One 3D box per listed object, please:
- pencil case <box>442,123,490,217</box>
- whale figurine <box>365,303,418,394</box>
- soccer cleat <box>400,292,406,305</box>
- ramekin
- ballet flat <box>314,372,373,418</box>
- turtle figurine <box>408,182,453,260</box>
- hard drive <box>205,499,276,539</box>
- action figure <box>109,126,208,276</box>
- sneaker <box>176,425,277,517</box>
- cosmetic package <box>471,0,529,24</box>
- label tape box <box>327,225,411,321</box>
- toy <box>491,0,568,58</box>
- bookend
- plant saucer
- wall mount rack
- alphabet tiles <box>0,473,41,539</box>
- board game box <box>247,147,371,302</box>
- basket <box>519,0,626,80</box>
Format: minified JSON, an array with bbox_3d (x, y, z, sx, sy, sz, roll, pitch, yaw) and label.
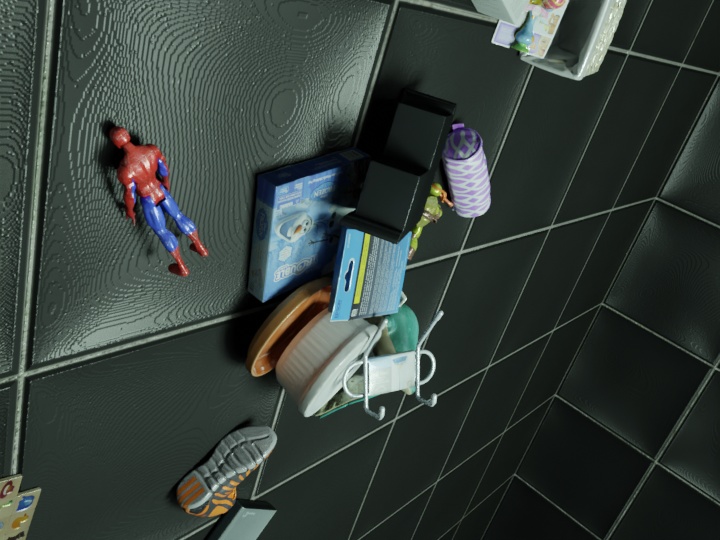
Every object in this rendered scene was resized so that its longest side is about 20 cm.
[{"bbox_3d":[0.207,-0.186,1.295,0.200,0.084,0.086,66,27,-58],"label":"pencil case"},{"bbox_3d":[0.075,0.139,1.288,0.103,0.200,0.160,-22,131,-5],"label":"whale figurine"},{"bbox_3d":[0.034,0.002,1.217,0.069,0.085,0.200,-48,149,-14],"label":"soccer cleat"},{"bbox_3d":[-0.062,0.150,1.168,0.202,0.094,0.202,-46,167,-14],"label":"ramekin"},{"bbox_3d":[-0.027,0.228,1.279,0.200,0.063,0.067,-28,174,32],"label":"ballet flat"},{"bbox_3d":[0.114,-0.101,1.254,0.162,0.064,0.200,-59,150,4],"label":"turtle figurine"},{"bbox_3d":[-0.270,0.558,1.362,0.200,0.033,0.140,-54,150,-4],"label":"hard drive"},{"bbox_3d":[-0.240,-0.082,0.779,0.065,0.052,0.200,-46,144,-28],"label":"action figure"},{"bbox_3d":[-0.232,0.362,1.202,0.200,0.078,0.112,-34,148,-16],"label":"sneaker"},{"bbox_3d":[0.205,-0.479,1.012,0.113,0.081,0.200,-58,149,3],"label":"cosmetic package"},{"bbox_3d":[0.000,0.000,1.071,0.200,0.066,0.144,-2,104,-56],"label":"label tape box"},{"bbox_3d":[0.319,-0.475,1.159,0.115,0.047,0.201,9,121,-21],"label":"toy"},{"bbox_3d":[0.061,-0.163,1.007,0.200,0.092,0.200,-45,153,-69],"label":"bookend"},{"bbox_3d":[-0.115,0.087,1.090,0.200,0.032,0.200,-47,167,-14],"label":"plant saucer"},{"bbox_3d":[0.069,0.153,1.134,0.199,0.074,0.175,-6,100,-34],"label":"wall mount rack"},{"bbox_3d":[-0.504,0.352,0.853,0.167,0.008,0.201,-1,119,-55],"label":"alphabet tiles"},{"bbox_3d":[-0.078,-0.072,1.026,0.200,0.043,0.200,-26,139,-42],"label":"board game box"},{"bbox_3d":[0.407,-0.475,1.252,0.123,0.135,0.201,-23,136,-46],"label":"basket"}]
